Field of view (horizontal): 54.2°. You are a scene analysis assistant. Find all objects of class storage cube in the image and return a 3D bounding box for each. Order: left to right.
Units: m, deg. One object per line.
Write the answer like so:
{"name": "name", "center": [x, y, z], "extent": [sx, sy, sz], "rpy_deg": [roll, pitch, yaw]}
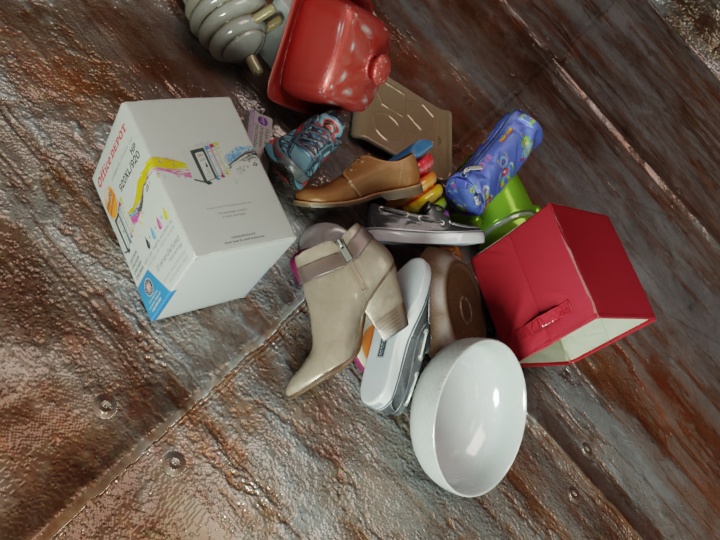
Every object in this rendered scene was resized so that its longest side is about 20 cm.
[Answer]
{"name": "storage cube", "center": [0.303, 0.028, 1.064], "extent": [0.197, 0.170, 0.184], "rpy_deg": [3, 59, -41]}

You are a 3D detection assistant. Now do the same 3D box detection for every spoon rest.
{"name": "spoon rest", "center": [0.000, 0.000, 1.011], "extent": [0.197, 0.061, 0.100], "rpy_deg": [30, 44, 0]}

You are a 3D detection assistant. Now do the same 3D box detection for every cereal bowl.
{"name": "cereal bowl", "center": [0.133, 0.187, 0.932], "extent": [0.197, 0.082, 0.206], "rpy_deg": [-3, 95, -43]}

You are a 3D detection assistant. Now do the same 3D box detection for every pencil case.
{"name": "pencil case", "center": [0.215, -0.177, 1.134], "extent": [0.077, 0.088, 0.201], "rpy_deg": [27, 63, 32]}

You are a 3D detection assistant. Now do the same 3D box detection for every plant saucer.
{"name": "plant saucer", "center": [0.141, 0.061, 1.026], "extent": [0.199, 0.036, 0.206], "rpy_deg": [30, 54, -52]}

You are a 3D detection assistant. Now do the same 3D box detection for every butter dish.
{"name": "butter dish", "center": [-0.018, -0.320, 1.059], "extent": [0.146, 0.204, 0.198], "rpy_deg": [27, 14, 29]}

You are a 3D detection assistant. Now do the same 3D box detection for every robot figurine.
{"name": "robot figurine", "center": [0.236, -0.106, 1.217], "extent": [0.172, 0.116, 0.204], "rpy_deg": [-10, 68, -35]}

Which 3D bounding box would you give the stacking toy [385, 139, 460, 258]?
{"name": "stacking toy", "center": [0.104, -0.095, 1.129], "extent": [0.203, 0.108, 0.116], "rpy_deg": [58, 28, -7]}

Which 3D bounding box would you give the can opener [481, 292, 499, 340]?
{"name": "can opener", "center": [0.215, 0.100, 1.114], "extent": [0.051, 0.067, 0.204], "rpy_deg": [-3, 51, 11]}

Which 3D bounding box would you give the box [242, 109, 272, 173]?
{"name": "box", "center": [-0.153, -0.136, 0.982], "extent": [0.038, 0.041, 0.204], "rpy_deg": [20, 50, -27]}

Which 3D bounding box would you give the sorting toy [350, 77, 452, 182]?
{"name": "sorting toy", "center": [0.075, -0.259, 1.256], "extent": [0.196, 0.037, 0.189], "rpy_deg": [22, 50, -20]}

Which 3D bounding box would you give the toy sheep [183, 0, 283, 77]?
{"name": "toy sheep", "center": [-0.195, -0.386, 1.056], "extent": [0.136, 0.137, 0.203], "rpy_deg": [-21, 81, -44]}

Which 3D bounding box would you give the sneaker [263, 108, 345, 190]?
{"name": "sneaker", "center": [-0.072, -0.188, 1.007], "extent": [0.079, 0.095, 0.201], "rpy_deg": [45, 25, -12]}

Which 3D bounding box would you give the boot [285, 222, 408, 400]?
{"name": "boot", "center": [-0.039, 0.044, 0.867], "extent": [0.198, 0.070, 0.148], "rpy_deg": [-32, 89, -8]}

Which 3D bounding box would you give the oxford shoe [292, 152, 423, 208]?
{"name": "oxford shoe", "center": [-0.007, -0.132, 1.030], "extent": [0.195, 0.071, 0.073], "rpy_deg": [-13, 105, -12]}

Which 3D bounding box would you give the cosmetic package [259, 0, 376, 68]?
{"name": "cosmetic package", "center": [-0.074, -0.404, 1.181], "extent": [0.085, 0.108, 0.199], "rpy_deg": [51, 42, 6]}

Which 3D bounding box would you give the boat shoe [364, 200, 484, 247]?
{"name": "boat shoe", "center": [0.097, -0.072, 1.057], "extent": [0.194, 0.070, 0.068], "rpy_deg": [1, 88, -14]}

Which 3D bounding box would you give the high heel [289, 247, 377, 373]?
{"name": "high heel", "center": [-0.030, 0.062, 0.954], "extent": [0.067, 0.095, 0.203], "rpy_deg": [-40, 109, -36]}

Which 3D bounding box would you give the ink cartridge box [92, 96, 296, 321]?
{"name": "ink cartridge box", "center": [-0.200, -0.076, 0.827], "extent": [0.143, 0.147, 0.203], "rpy_deg": [-14, 70, -42]}

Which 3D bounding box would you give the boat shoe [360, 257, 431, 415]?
{"name": "boat shoe", "center": [0.061, 0.087, 0.919], "extent": [0.067, 0.071, 0.205], "rpy_deg": [27, 70, -34]}
